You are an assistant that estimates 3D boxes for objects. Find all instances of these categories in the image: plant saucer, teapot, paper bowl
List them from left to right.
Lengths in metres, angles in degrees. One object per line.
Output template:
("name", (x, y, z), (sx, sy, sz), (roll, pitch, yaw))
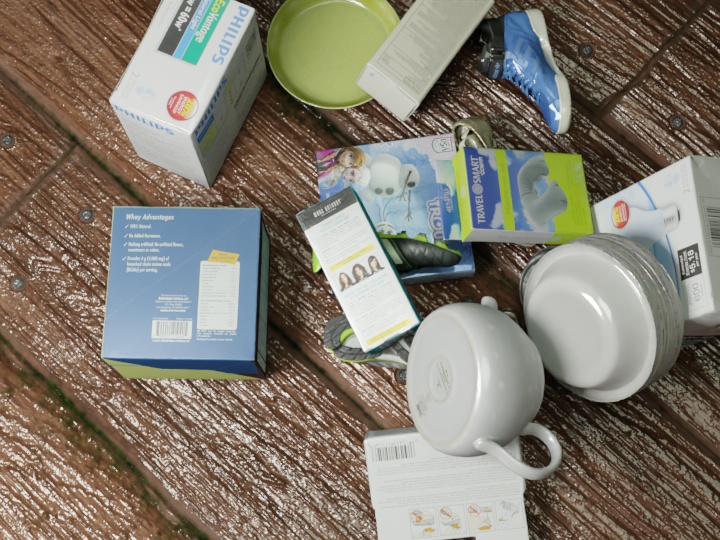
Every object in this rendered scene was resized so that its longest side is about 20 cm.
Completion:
("plant saucer", (-0.035, -0.320, 1.727), (0.198, 0.031, 0.202), (0, 74, 0))
("teapot", (0.158, 0.136, 1.458), (0.145, 0.197, 0.202), (5, 91, -28))
("paper bowl", (0.282, 0.062, 1.457), (0.104, 0.201, 0.201), (-20, 71, -40))

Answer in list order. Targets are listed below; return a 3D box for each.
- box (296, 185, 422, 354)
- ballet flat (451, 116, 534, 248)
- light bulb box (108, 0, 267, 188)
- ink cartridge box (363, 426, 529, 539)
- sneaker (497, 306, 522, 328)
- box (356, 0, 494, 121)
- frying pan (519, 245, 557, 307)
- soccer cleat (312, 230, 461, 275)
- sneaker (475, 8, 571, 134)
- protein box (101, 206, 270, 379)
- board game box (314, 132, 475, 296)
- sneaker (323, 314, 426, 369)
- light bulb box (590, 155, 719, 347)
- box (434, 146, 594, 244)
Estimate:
("box", (0.000, 0.000, 1.528), (0.082, 0.049, 0.201), (-28, 78, 6))
("ballet flat", (0.174, -0.117, 1.635), (0.075, 0.068, 0.201), (-13, 76, -48))
("light bulb box", (-0.226, -0.250, 1.623), (0.124, 0.200, 0.199), (23, 75, 7))
("ink cartridge box", (0.113, 0.286, 1.535), (0.198, 0.044, 0.175), (-7, 95, 6))
("sneaker", (0.171, 0.144, 1.567), (0.070, 0.076, 0.202), (7, 74, 3))
("box", (0.090, -0.319, 1.675), (0.095, 0.078, 0.200), (39, 73, -3))
("frying pan", (0.263, 0.060, 1.578), (0.031, 0.115, 0.191), (0, 66, -42))
("soccer cleat", (0.033, -0.014, 1.582), (0.198, 0.068, 0.082), (8, 85, 10))
("sneaker", (0.222, -0.274, 1.683), (0.110, 0.077, 0.201), (-10, 70, -8))
("protein box", (-0.224, 0.032, 1.576), (0.197, 0.135, 0.202), (1, 74, 2))
("board game box", (0.046, -0.078, 1.650), (0.197, 0.043, 0.202), (-8, 75, -2))
("sneaker", (0.052, 0.097, 1.579), (0.198, 0.081, 0.075), (10, 81, 3))
("light bulb box", (0.410, -0.016, 1.521), (0.124, 0.200, 0.200), (4, 72, -27))
("box", (0.203, -0.098, 1.581), (0.198, 0.048, 0.123), (2, 68, -17))
